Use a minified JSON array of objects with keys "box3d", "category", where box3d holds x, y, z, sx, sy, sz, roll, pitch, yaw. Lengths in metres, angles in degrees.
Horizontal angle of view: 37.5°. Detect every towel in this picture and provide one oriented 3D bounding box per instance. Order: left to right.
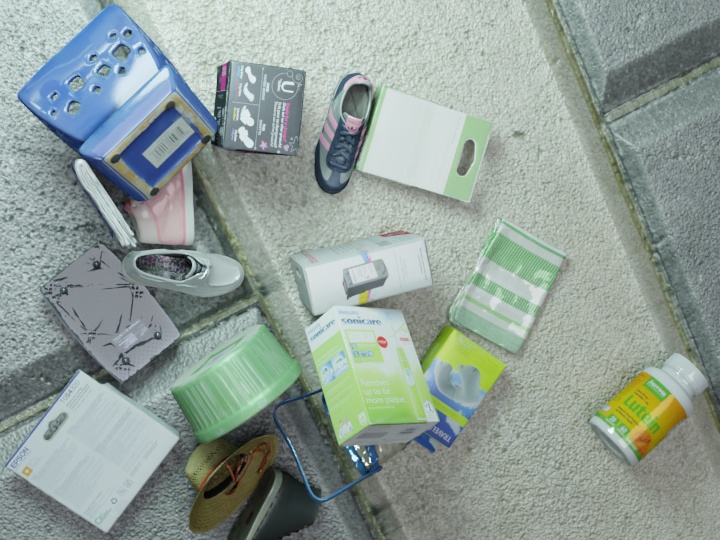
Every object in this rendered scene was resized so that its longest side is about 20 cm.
[{"box3d":[-0.387,-0.101,1.575,0.024,0.200,0.147,-34,104,-12],"category":"towel"},{"box3d":[0.256,0.027,1.839,0.153,0.023,0.200,27,91,-16],"category":"towel"}]

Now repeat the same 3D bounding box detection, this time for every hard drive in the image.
[{"box3d":[-0.394,0.065,1.678,0.135,0.042,0.200,-40,105,-6],"category":"hard drive"}]

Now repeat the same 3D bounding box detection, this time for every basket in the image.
[{"box3d":[-0.022,0.264,1.728,0.200,0.139,0.176,-19,70,-21],"category":"basket"}]

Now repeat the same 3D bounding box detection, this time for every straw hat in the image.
[{"box3d":[-0.233,0.322,1.725,0.085,0.201,0.201,37,88,23],"category":"straw hat"}]

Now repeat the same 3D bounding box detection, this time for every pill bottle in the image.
[{"box3d":[0.516,0.242,1.885,0.200,0.111,0.111,-41,105,-5],"category":"pill bottle"}]

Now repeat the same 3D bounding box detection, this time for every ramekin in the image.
[{"box3d":[-0.199,0.172,1.665,0.200,0.200,0.098,-35,97,-6],"category":"ramekin"}]

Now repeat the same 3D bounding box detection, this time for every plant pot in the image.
[{"box3d":[-0.335,-0.229,1.538,0.200,0.200,0.180,-45,63,-3],"category":"plant pot"}]

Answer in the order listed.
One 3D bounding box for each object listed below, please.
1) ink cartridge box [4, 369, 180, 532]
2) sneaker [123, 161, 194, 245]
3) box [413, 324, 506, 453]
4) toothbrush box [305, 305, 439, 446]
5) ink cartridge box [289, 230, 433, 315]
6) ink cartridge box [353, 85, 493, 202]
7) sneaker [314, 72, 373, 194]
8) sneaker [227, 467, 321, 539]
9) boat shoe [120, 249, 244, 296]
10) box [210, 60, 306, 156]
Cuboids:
[{"box3d":[-0.427,0.287,1.702,0.200,0.043,0.196,38,89,-13],"category":"ink cartridge box"},{"box3d":[-0.317,-0.134,1.651,0.105,0.075,0.200,-5,103,-18],"category":"sneaker"},{"box3d":[0.144,0.209,1.825,0.122,0.048,0.200,35,88,-15],"category":"box"},{"box3d":[0.017,0.163,1.645,0.146,0.086,0.200,6,55,-40],"category":"toothbrush box"},{"box3d":[0.000,0.000,1.710,0.200,0.148,0.086,-15,101,-10],"category":"ink cartridge box"},{"box3d":[0.103,-0.208,1.756,0.200,0.048,0.146,15,94,-15],"category":"ink cartridge box"},{"box3d":[-0.027,-0.220,1.705,0.070,0.082,0.200,9,96,-15],"category":"sneaker"},{"box3d":[-0.147,0.438,1.774,0.106,0.075,0.200,28,96,-23],"category":"sneaker"},{"box3d":[-0.272,-0.003,1.669,0.200,0.069,0.072,12,79,-26],"category":"boat shoe"},{"box3d":[-0.157,-0.243,1.610,0.115,0.200,0.132,4,97,-13],"category":"box"}]
